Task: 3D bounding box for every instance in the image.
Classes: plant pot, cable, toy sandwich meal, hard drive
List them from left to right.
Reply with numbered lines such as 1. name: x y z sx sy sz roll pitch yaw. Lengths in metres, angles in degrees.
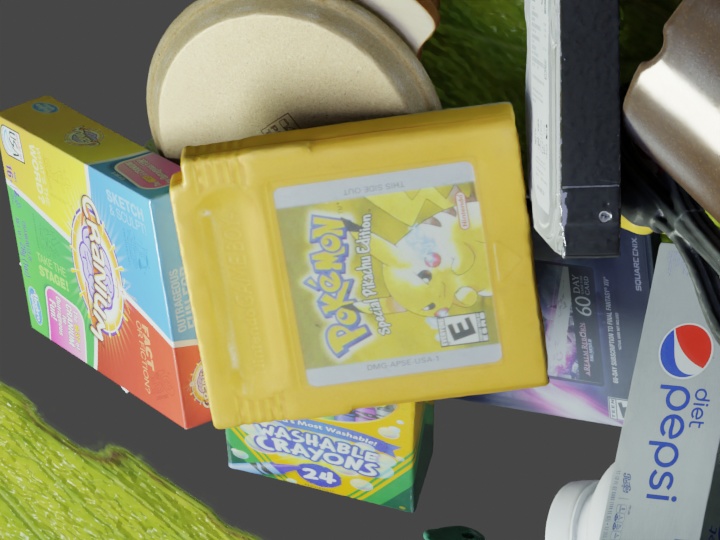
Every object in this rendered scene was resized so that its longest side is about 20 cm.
1. toy sandwich meal: -0.032 -0.100 1.663 0.205 0.070 0.205 10 123 15
2. hard drive: 0.114 -0.114 1.546 0.038 0.140 0.200 -1 99 -3
3. cable: 0.184 -0.035 1.575 0.200 0.050 0.097 47 133 48
4. plant pot: 0.256 -0.071 1.482 0.198 0.200 0.200 41 131 16

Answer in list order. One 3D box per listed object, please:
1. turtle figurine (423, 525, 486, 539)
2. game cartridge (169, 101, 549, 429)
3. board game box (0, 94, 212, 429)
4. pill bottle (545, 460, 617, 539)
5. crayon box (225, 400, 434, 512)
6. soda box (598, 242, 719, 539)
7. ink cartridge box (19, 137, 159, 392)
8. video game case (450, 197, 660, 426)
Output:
1. turtle figurine: 0.063 0.274 1.859 0.150 0.101 0.200 18 110 7
2. game cartridge: 0.000 0.000 1.629 0.200 0.032 0.176 -9 116 2
3. board game box: -0.149 -0.008 1.732 0.200 0.040 0.153 27 131 52
4. pill bottle: 0.214 0.160 1.684 0.200 0.112 0.112 -6 112 35
5. crayon box: -0.020 0.072 1.757 0.126 0.052 0.200 13 149 9
6. soda box: 0.191 0.089 1.611 0.063 0.200 0.068 4 162 32
7. ink cartridge box: -0.139 -0.002 1.853 0.116 0.068 0.200 51 132 0
8. video game case: 0.095 0.021 1.746 0.200 0.019 0.143 8 119 29
